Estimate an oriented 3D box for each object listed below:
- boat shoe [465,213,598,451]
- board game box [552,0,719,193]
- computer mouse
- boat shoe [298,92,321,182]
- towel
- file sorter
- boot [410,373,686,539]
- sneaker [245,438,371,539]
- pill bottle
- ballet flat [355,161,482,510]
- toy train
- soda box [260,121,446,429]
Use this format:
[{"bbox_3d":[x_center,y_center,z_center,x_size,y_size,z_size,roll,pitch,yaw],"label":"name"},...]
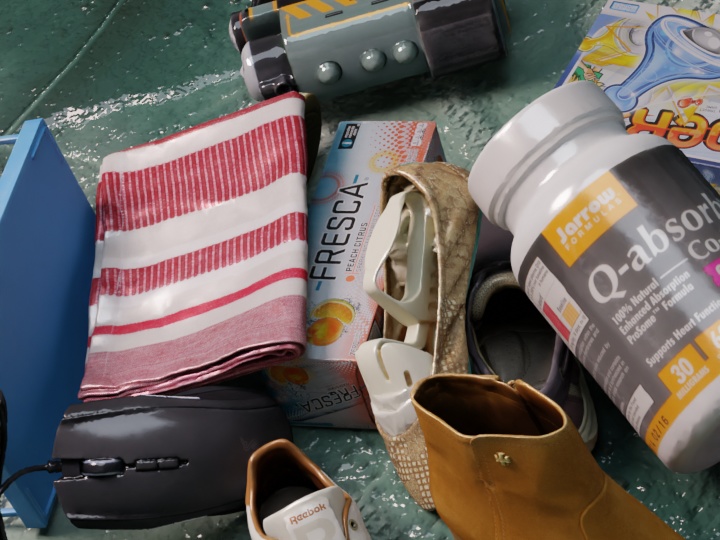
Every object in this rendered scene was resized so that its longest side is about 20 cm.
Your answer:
[{"bbox_3d":[0.088,0.025,1.232,0.071,0.065,0.201,-15,44,3],"label":"boat shoe"},{"bbox_3d":[0.221,-0.102,1.338,0.199,0.035,0.136,12,51,28],"label":"board game box"},{"bbox_3d":[-0.126,0.134,1.172,0.198,0.142,0.046,2,-1,-22],"label":"computer mouse"},{"bbox_3d":[-0.090,-0.040,1.349,0.066,0.072,0.202,15,57,23],"label":"boat shoe"},{"bbox_3d":[-0.097,-0.014,1.272,0.143,0.023,0.201,-17,48,18],"label":"towel"},{"bbox_3d":[-0.239,0.035,1.276,0.122,0.139,0.201,-7,44,20],"label":"file sorter"},{"bbox_3d":[0.117,0.126,1.066,0.200,0.145,0.071,17,54,30],"label":"boot"},{"bbox_3d":[-0.017,0.169,1.111,0.072,0.085,0.200,-25,46,-10],"label":"sneaker"},{"bbox_3d":[0.153,0.001,1.157,0.116,0.117,0.200,-32,68,-15],"label":"pill bottle"},{"bbox_3d":[0.027,0.032,1.198,0.070,0.065,0.202,-25,56,50],"label":"ballet flat"},{"bbox_3d":[0.009,-0.169,1.430,0.198,0.086,0.114,-14,38,4],"label":"toy train"},{"bbox_3d":[0.000,0.000,1.287,0.068,0.064,0.201,2,47,20],"label":"soda box"}]
